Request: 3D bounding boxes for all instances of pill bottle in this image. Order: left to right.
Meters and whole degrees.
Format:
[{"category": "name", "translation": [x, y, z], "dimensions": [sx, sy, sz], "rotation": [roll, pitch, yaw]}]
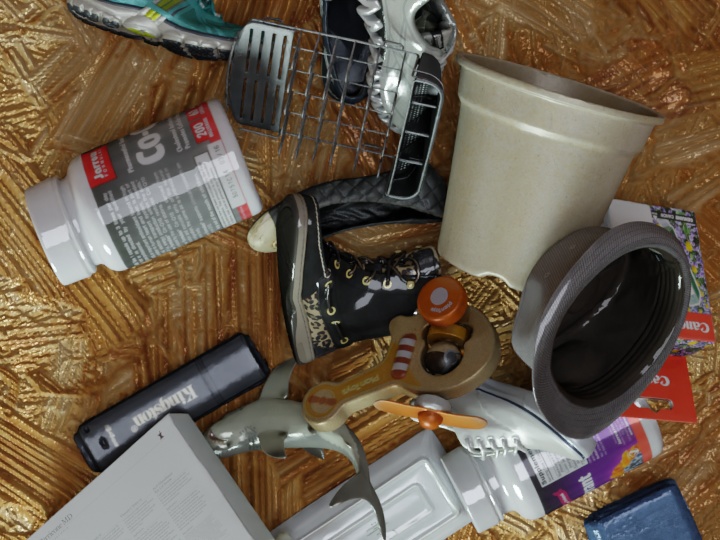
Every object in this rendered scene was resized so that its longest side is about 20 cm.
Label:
[{"category": "pill bottle", "translation": [-0.200, -0.069, 1.541], "dimensions": [0.198, 0.114, 0.115], "rotation": [-23, 101, -3]}, {"category": "pill bottle", "translation": [0.183, 0.172, 1.622], "dimensions": [0.199, 0.111, 0.112], "rotation": [-27, 101, -1]}]

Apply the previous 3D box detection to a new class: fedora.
[{"category": "fedora", "translation": [0.199, 0.038, 1.477], "dimensions": [0.177, 0.090, 0.201], "rotation": [38, 86, -42]}]

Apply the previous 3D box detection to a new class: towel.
[{"category": "towel", "translation": [0.305, 0.317, 1.691], "dimensions": [0.111, 0.049, 0.202], "rotation": [-23, 101, -3]}]

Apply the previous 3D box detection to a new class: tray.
[{"category": "tray", "translation": [0.015, 0.255, 1.662], "dimensions": [0.199, 0.022, 0.108], "rotation": [-33, 102, -1]}]

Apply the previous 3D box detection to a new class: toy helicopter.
[{"category": "toy helicopter", "translation": [0.038, 0.104, 1.540], "dimensions": [0.198, 0.133, 0.079], "rotation": [-25, 144, 13]}]

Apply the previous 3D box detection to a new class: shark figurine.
[{"category": "shark figurine", "translation": [-0.042, 0.171, 1.604], "dimensions": [0.129, 0.213, 0.090], "rotation": [-55, 143, -24]}]

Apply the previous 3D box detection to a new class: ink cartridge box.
[{"category": "ink cartridge box", "translation": [0.277, 0.038, 1.582], "dimensions": [0.108, 0.050, 0.202], "rotation": [7, 66, -28]}]

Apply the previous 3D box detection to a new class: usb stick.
[{"category": "usb stick", "translation": [-0.182, 0.128, 1.614], "dimensions": [0.199, 0.033, 0.056], "rotation": [-30, 102, -1]}]

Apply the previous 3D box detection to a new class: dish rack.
[{"category": "dish rack", "translation": [-0.027, -0.151, 1.519], "dimensions": [0.198, 0.055, 0.154], "rotation": [13, 138, 0]}]

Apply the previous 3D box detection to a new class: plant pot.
[{"category": "plant pot", "translation": [0.158, -0.084, 1.545], "dimensions": [0.198, 0.201, 0.185], "rotation": [14, 103, -8]}]

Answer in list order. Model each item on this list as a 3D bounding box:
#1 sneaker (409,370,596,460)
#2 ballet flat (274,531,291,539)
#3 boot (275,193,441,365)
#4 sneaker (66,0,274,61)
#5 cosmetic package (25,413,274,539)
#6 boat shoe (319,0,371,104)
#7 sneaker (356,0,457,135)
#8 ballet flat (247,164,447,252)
[{"category": "sneaker", "translation": [0.129, 0.145, 1.551], "dimensions": [0.071, 0.199, 0.073], "rotation": [-57, 135, -14]}, {"category": "ballet flat", "translation": [-0.107, 0.273, 1.620], "dimensions": [0.199, 0.068, 0.068], "rotation": [33, 105, -7]}, {"category": "boot", "translation": [0.000, 0.000, 1.566], "dimensions": [0.149, 0.074, 0.201], "rotation": [-9, 132, -9]}, {"category": "sneaker", "translation": [-0.170, -0.244, 1.540], "dimensions": [0.198, 0.077, 0.080], "rotation": [19, 88, -9]}, {"category": "cosmetic package", "translation": [-0.201, 0.256, 1.576], "dimensions": [0.200, 0.052, 0.151], "rotation": [-41, 76, 12]}, {"category": "boat shoe", "translation": [-0.009, -0.256, 1.559], "dimensions": [0.074, 0.062, 0.202], "rotation": [5, 99, -9]}, {"category": "sneaker", "translation": [0.050, -0.199, 1.529], "dimensions": [0.075, 0.080, 0.201], "rotation": [-52, 146, -32]}, {"category": "ballet flat", "translation": [-0.011, -0.053, 1.586], "dimensions": [0.198, 0.067, 0.057], "rotation": [-16, 64, -6]}]
